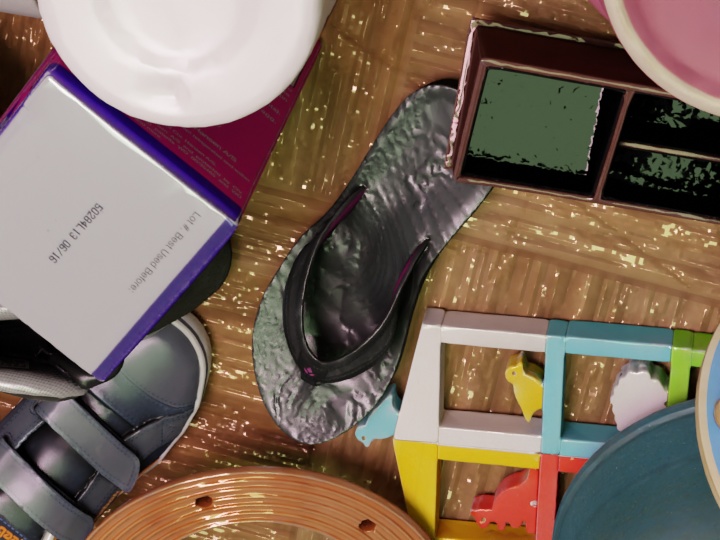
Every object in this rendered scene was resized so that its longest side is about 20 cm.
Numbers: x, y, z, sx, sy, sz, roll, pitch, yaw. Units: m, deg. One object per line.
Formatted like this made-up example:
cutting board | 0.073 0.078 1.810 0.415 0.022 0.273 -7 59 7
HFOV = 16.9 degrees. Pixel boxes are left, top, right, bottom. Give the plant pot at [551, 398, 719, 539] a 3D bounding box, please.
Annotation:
plant pot | 0.185 0.191 1.114 0.199 0.188 0.201 3 125 4

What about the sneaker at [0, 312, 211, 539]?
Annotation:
sneaker | -0.152 0.098 1.217 0.078 0.079 0.200 41 114 -10

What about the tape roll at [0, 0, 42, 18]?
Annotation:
tape roll | -0.177 -0.213 0.995 0.139 0.203 0.203 10 118 5

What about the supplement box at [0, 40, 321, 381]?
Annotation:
supplement box | -0.098 -0.059 1.059 0.103 0.200 0.101 39 116 -8

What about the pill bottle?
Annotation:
pill bottle | -0.055 -0.148 1.006 0.114 0.200 0.115 4 116 8

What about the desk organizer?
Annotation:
desk organizer | 0.141 -0.054 1.068 0.199 0.077 0.072 10 106 -2

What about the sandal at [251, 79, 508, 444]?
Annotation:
sandal | -0.001 -0.001 1.147 0.075 0.048 0.201 32 115 9

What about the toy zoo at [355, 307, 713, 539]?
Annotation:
toy zoo | 0.097 0.086 1.196 0.199 0.020 0.132 4 117 8

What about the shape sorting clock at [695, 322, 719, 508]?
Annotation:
shape sorting clock | 0.246 0.072 1.074 0.199 0.201 0.039 22 148 -1

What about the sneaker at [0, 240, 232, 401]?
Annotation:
sneaker | -0.120 0.022 1.098 0.115 0.199 0.075 23 118 48

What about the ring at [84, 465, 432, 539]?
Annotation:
ring | -0.052 0.169 1.240 0.199 0.019 0.201 -1 130 -1

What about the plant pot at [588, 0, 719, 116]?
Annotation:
plant pot | 0.165 -0.152 0.976 0.199 0.179 0.201 4 118 8
